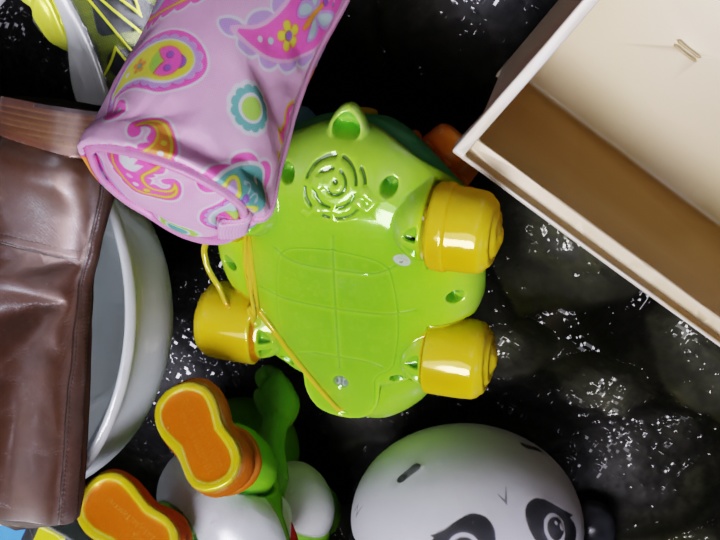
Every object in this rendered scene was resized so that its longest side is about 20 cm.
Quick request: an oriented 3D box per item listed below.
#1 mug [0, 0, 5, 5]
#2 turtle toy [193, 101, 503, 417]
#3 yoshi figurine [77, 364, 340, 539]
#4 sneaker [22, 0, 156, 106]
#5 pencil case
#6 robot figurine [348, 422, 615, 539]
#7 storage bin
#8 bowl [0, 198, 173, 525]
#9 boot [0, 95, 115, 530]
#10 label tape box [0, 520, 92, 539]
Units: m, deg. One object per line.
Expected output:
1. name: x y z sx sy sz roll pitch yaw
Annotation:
1. mug: -0.226 -0.178 0.770 0.175 0.200 0.148 1 163 34
2. turtle toy: 0.000 0.000 0.836 0.145 0.101 0.200 9 132 12
3. yoshi figurine: -0.072 0.101 0.888 0.112 0.200 0.112 -1 78 17
4. sneaker: -0.091 -0.102 0.829 0.085 0.075 0.200 -23 111 23
5. pencil case: -0.043 -0.112 0.749 0.087 0.200 0.087 21 160 8
6. robot figurine: 0.053 0.177 0.920 0.125 0.150 0.200 12 118 19
7. storage bin: 0.183 -0.081 0.765 0.198 0.094 0.200 36 120 -8
8. bowl: -0.161 0.023 0.885 0.201 0.090 0.202 -2 87 34
9. boot: -0.192 0.015 0.821 0.186 0.064 0.200 12 99 35
10. label tape box: -0.139 0.204 0.945 0.200 0.063 0.144 29 110 4
